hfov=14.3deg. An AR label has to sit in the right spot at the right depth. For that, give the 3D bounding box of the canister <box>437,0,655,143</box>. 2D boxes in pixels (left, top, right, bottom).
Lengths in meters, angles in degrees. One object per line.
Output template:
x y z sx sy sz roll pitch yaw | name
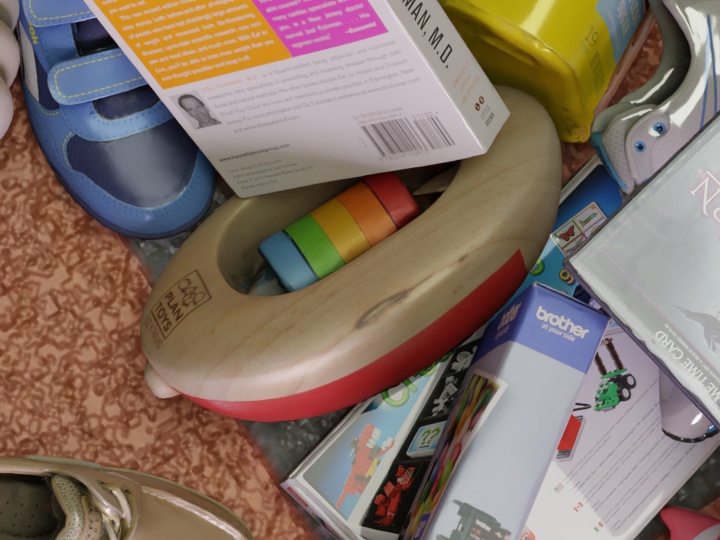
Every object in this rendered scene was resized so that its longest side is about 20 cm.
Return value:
0.108 -0.167 1.213 0.086 0.149 0.200 28 81 13 | canister

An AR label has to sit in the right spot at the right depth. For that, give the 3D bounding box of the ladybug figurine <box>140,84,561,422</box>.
0.000 0.000 1.193 0.200 0.136 0.072 -31 125 -1 | ladybug figurine

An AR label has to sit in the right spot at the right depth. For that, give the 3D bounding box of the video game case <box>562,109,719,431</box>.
0.197 -0.020 1.085 0.200 0.019 0.143 -44 86 2 | video game case

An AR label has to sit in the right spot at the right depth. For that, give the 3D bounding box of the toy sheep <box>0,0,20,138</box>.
-0.206 -0.105 1.173 0.137 0.138 0.201 -9 76 -9 | toy sheep

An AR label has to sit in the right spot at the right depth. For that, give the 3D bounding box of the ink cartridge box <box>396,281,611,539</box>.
0.049 0.080 1.145 0.042 0.119 0.200 26 79 -2 | ink cartridge box

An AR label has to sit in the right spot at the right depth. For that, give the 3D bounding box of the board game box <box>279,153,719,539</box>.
0.079 0.063 1.231 0.126 0.035 0.200 45 79 0 | board game box

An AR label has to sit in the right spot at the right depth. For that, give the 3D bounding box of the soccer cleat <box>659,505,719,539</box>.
0.108 0.193 1.209 0.076 0.067 0.200 33 83 28 | soccer cleat

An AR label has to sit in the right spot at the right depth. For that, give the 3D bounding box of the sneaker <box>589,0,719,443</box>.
0.132 -0.030 1.181 0.086 0.075 0.201 7 93 -17 | sneaker

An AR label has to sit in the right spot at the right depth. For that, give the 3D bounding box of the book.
-0.046 -0.118 1.121 0.200 0.133 0.048 55 47 -28 | book

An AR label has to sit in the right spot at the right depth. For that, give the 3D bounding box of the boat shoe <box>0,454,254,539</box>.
-0.123 0.109 1.154 0.200 0.065 0.072 16 80 -30 | boat shoe

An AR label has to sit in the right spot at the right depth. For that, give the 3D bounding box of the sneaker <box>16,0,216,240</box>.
-0.113 -0.110 1.207 0.074 0.082 0.200 -18 86 -12 | sneaker
